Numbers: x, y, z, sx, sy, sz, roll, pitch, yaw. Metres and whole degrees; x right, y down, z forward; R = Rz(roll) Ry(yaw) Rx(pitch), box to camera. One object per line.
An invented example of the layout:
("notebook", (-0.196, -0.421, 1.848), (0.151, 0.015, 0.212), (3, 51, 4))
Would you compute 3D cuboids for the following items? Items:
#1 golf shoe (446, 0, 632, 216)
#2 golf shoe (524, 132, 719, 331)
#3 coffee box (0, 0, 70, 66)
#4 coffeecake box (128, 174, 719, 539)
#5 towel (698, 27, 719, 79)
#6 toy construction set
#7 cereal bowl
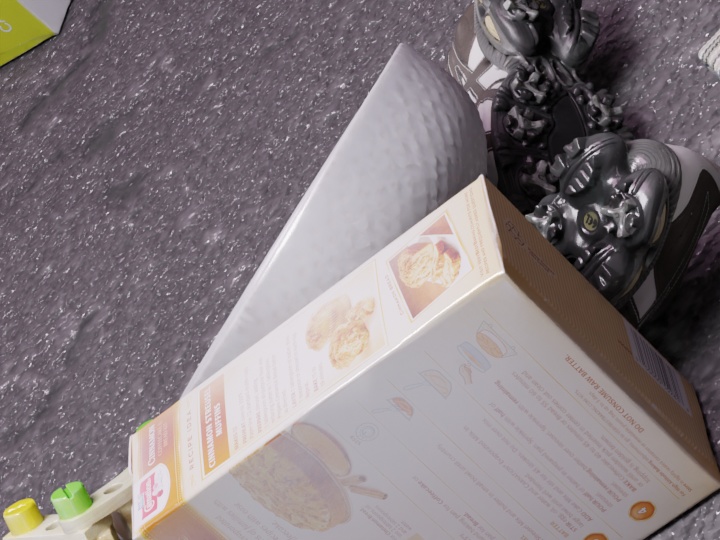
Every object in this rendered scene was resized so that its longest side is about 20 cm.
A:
("golf shoe", (0.081, -0.066, 1.318), (0.200, 0.077, 0.095), (-90, 26, -47))
("golf shoe", (0.099, 0.023, 1.194), (0.078, 0.094, 0.200), (55, 128, 25))
("coffee box", (-0.337, -0.267, 1.996), (0.200, 0.200, 0.198), (-23, 37, 35))
("coffeecake box", (0.025, 0.081, 1.120), (0.200, 0.153, 0.073), (-36, 31, 18))
("towel", (0.256, -0.100, 1.103), (0.192, 0.035, 0.200), (-42, 48, 9))
("toy construction set", (-0.079, 0.131, 1.262), (0.131, 0.092, 0.200), (-30, 31, -20))
("cereal bowl", (0.000, 0.000, 1.214), (0.200, 0.083, 0.200), (-57, 3, 4))
